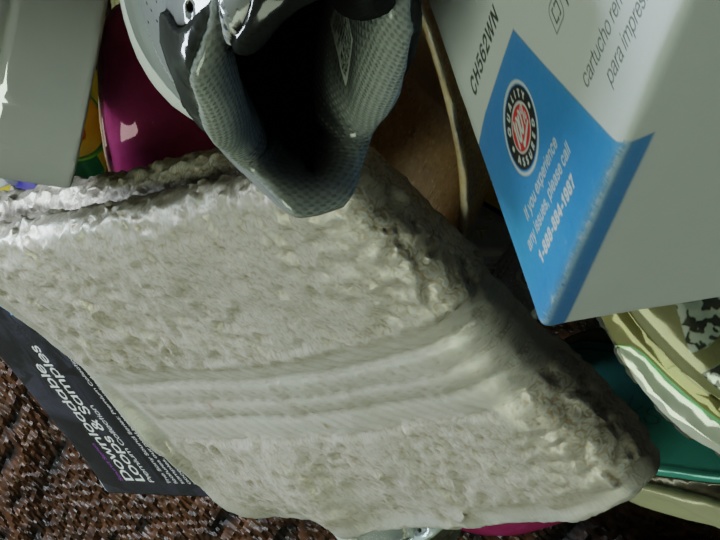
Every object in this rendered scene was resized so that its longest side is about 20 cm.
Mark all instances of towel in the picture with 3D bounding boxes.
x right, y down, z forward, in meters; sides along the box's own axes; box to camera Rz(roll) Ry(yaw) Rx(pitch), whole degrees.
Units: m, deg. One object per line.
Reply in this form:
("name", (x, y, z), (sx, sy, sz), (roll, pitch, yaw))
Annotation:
("towel", (-0.022, 0.020, 0.822), (0.133, 0.035, 0.200), (44, 153, -22))

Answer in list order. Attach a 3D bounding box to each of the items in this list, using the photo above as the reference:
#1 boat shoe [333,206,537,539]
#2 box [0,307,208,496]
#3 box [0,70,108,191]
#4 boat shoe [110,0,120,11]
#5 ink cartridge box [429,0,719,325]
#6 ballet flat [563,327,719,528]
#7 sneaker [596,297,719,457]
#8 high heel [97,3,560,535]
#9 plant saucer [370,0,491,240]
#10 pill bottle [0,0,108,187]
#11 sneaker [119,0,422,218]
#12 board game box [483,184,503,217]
("boat shoe", (0.031, 0.038, 0.986), (0.065, 0.074, 0.202), (29, 141, 18))
("box", (-0.075, 0.024, 1.135), (0.200, 0.036, 0.143), (-5, 127, 52))
("box", (-0.168, -0.085, 0.915), (0.200, 0.048, 0.117), (43, 155, -9))
("boat shoe", (-0.046, -0.060, 0.944), (0.065, 0.072, 0.200), (41, 152, 49))
("ink cartridge box", (0.058, -0.112, 0.618), (0.145, 0.084, 0.200), (108, 150, -58))
("ballet flat", (0.142, 0.062, 0.905), (0.200, 0.069, 0.070), (19, 145, 38))
("sneaker", (0.146, 0.019, 0.718), (0.200, 0.077, 0.089), (32, 139, 4))
("high heel", (0.000, 0.000, 0.875), (0.096, 0.067, 0.200), (-5, 123, 39))
("plant saucer", (-0.009, -0.099, 0.784), (0.200, 0.035, 0.200), (58, 167, 21))
("pill bottle", (-0.168, -0.079, 0.800), (0.199, 0.112, 0.111), (10, 151, -6))
("sneaker", (-0.021, -0.101, 0.610), (0.116, 0.075, 0.200), (-115, 12, -59))
("board game box", (0.123, -0.036, 0.786), (0.200, 0.057, 0.165), (33, 153, 14))
